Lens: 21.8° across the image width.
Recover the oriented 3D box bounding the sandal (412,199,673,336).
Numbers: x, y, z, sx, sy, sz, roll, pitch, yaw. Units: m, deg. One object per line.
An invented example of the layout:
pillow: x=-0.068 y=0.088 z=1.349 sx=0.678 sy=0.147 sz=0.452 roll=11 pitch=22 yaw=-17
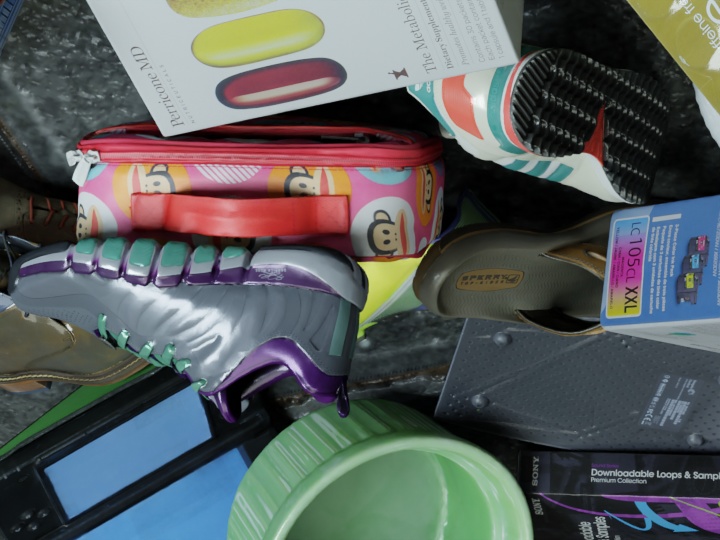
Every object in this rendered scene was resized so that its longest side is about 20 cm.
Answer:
sandal: x=0.128 y=0.005 z=1.103 sx=0.199 sy=0.055 sz=0.082 roll=-2 pitch=128 yaw=-28

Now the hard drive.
hard drive: x=0.157 y=0.066 z=1.219 sx=0.199 sy=0.042 sz=0.135 roll=10 pitch=137 yaw=-4

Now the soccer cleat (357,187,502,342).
soccer cleat: x=0.001 y=-0.001 z=1.169 sx=0.199 sy=0.065 sz=0.084 roll=-17 pitch=114 yaw=26

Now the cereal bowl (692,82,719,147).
cereal bowl: x=0.275 y=-0.101 z=0.993 sx=0.199 sy=0.084 sz=0.201 roll=4 pitch=138 yaw=3

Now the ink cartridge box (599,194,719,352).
ink cartridge box: x=0.251 y=0.003 z=1.030 sx=0.136 sy=0.077 sz=0.200 roll=11 pitch=171 yaw=-34

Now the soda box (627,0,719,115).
soda box: x=0.201 y=-0.114 z=0.918 sx=0.200 sy=0.064 sz=0.068 roll=54 pitch=128 yaw=14

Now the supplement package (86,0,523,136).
supplement package: x=-0.026 y=-0.160 z=0.955 sx=0.199 sy=0.110 sz=0.114 roll=-11 pitch=134 yaw=19

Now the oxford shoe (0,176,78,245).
oxford shoe: x=-0.195 y=-0.029 z=1.159 sx=0.075 sy=0.071 sz=0.200 roll=-30 pitch=136 yaw=30

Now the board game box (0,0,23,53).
board game box: x=-0.230 y=-0.131 z=0.951 sx=0.062 sy=0.201 sz=0.200 roll=35 pitch=131 yaw=-28

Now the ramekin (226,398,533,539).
ramekin: x=0.007 y=0.184 z=1.249 sx=0.199 sy=0.098 sz=0.201 roll=-9 pitch=113 yaw=-22

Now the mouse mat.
mouse mat: x=-0.140 y=0.058 z=1.175 sx=0.200 sy=0.161 sz=0.008 roll=-30 pitch=96 yaw=39

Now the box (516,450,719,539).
box: x=0.213 y=0.166 z=1.291 sx=0.199 sy=0.036 sz=0.143 roll=2 pitch=155 yaw=13

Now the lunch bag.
lunch bag: x=-0.057 y=-0.042 z=1.039 sx=0.199 sy=0.176 sz=0.082 roll=2 pitch=98 yaw=10

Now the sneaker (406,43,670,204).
sneaker: x=0.099 y=-0.087 z=1.025 sx=0.093 sy=0.071 sz=0.199 roll=16 pitch=-178 yaw=32

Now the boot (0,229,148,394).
boot: x=-0.183 y=0.020 z=1.090 sx=0.199 sy=0.075 sz=0.097 roll=-20 pitch=142 yaw=37

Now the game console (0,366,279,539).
game console: x=-0.130 y=0.163 z=1.244 sx=0.199 sy=0.117 sz=0.176 roll=-30 pitch=153 yaw=-13

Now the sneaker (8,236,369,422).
sneaker: x=-0.096 y=0.033 z=0.968 sx=0.199 sy=0.088 sz=0.074 roll=0 pitch=165 yaw=18
